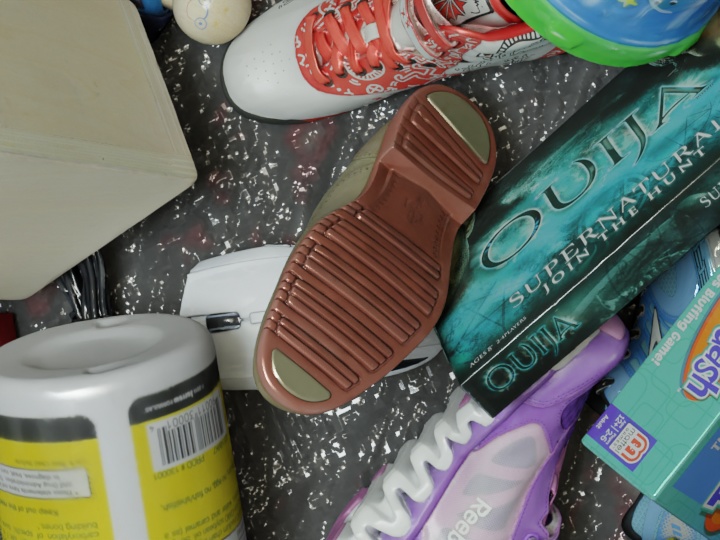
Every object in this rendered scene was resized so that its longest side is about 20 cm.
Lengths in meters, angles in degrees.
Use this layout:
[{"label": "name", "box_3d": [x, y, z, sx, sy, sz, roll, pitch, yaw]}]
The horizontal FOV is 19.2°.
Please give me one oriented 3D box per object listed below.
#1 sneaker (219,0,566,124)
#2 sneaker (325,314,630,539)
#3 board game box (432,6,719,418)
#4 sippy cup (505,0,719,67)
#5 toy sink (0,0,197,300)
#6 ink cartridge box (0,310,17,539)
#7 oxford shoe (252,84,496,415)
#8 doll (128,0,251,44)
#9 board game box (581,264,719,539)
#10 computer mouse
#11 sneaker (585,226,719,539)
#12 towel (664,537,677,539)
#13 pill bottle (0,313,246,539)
[{"label": "sneaker", "box_3d": [0.019, -0.120, 1.014, 0.200, 0.108, 0.068, -11, 86, 9]}, {"label": "sneaker", "box_3d": [0.067, 0.098, 1.006, 0.088, 0.081, 0.200, 41, 114, 0]}, {"label": "board game box", "box_3d": [0.113, -0.035, 0.963, 0.200, 0.135, 0.028, -41, 114, 9]}, {"label": "sippy cup", "box_3d": [0.134, -0.174, 0.913, 0.178, 0.130, 0.140, -41, 95, -34]}, {"label": "toy sink", "box_3d": [-0.197, -0.067, 0.976, 0.130, 0.200, 0.113, -32, 70, 30]}, {"label": "ink cartridge box", "box_3d": [-0.237, 0.130, 1.062, 0.143, 0.084, 0.201, -10, 87, 9]}, {"label": "oxford shoe", "box_3d": [0.000, 0.000, 0.987, 0.071, 0.200, 0.074, 43, 139, -9]}, {"label": "doll", "box_3d": [-0.150, -0.147, 1.074, 0.199, 0.048, 0.137, 12, 101, 11]}, {"label": "board game box", "box_3d": [0.192, 0.053, 0.888, 0.152, 0.200, 0.045, -52, 52, 3]}, {"label": "computer mouse", "box_3d": [-0.053, 0.022, 1.054, 0.199, 0.044, 0.110, -8, 86, 10]}, {"label": "sneaker", "box_3d": [0.142, 0.037, 1.005, 0.089, 0.078, 0.201, -8, 84, 16]}, {"label": "towel", "box_3d": [0.077, 0.200, 1.019, 0.199, 0.018, 0.086, -26, 118, 8]}, {"label": "pill bottle", "box_3d": [-0.110, 0.131, 1.008, 0.114, 0.114, 0.201, -5, 104, 10]}]
